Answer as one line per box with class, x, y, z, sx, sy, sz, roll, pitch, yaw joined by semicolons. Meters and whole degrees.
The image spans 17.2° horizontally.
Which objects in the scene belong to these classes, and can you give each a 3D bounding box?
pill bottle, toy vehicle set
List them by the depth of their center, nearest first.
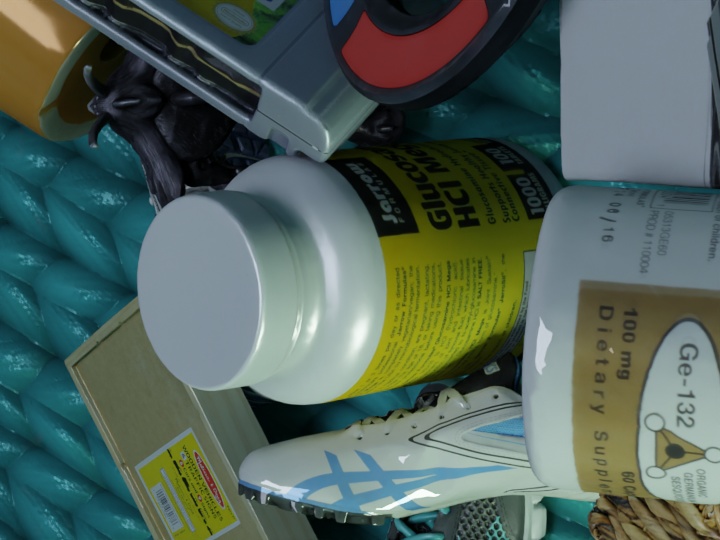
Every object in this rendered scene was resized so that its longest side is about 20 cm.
pill bottle;0.165;0.032;0.868;0.198;0.114;0.115;4;100;14
pill bottle;0.000;0.000;1.087;0.112;0.199;0.114;8;101;44
toy vehicle set;-0.083;0.114;1.264;0.201;0.026;0.124;63;148;4

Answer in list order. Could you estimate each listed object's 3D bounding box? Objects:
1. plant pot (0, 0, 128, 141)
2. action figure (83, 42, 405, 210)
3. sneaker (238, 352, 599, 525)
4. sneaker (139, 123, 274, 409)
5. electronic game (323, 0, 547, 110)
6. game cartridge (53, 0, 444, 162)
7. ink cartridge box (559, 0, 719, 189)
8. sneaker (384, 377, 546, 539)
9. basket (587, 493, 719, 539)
plant pot;-0.185;-0.176;1.278;0.183;0.200;0.201;44;126;13
action figure;-0.070;-0.081;1.149;0.102;0.199;0.120;-10;89;48
sneaker;0.041;0.077;1.094;0.198;0.072;0.073;-7;92;2
sneaker;-0.087;-0.015;1.267;0.085;0.077;0.201;-35;70;47
electronic game;0.041;-0.164;0.988;0.200;0.041;0.202;-36;45;48
game cartridge;-0.065;-0.142;1.084;0.199;0.133;0.041;33;135;7
ink cartridge box;0.195;-0.074;0.916;0.199;0.144;0.085;7;100;45
sneaker;0.036;0.153;1.150;0.077;0.091;0.202;6;100;44
basket;0.199;0.082;0.935;0.200;0.142;0.150;37;121;36
